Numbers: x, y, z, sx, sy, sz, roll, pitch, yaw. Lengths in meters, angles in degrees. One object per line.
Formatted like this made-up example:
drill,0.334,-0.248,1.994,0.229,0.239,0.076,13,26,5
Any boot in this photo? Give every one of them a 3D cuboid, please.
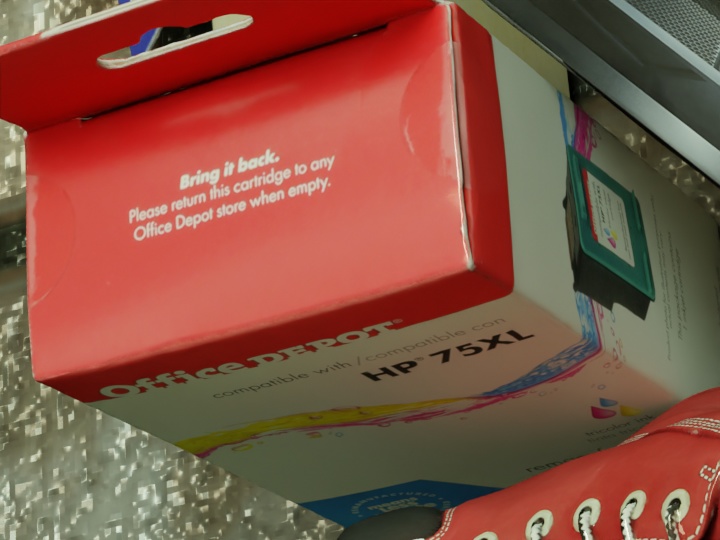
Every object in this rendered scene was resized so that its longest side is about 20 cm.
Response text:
boot,0.057,0.070,0.610,0.144,0.200,0.073,-18,92,-7

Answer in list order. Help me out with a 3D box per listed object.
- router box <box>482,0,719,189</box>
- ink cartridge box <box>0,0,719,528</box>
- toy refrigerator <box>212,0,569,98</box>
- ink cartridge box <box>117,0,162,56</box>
router box,0.127,-0.080,0.646,0.157,0.052,0.200,-51,57,6
ink cartridge box,0.000,0.000,0.692,0.116,0.200,0.068,-16,66,26
toy refrigerator,0.006,-0.099,0.806,0.076,0.070,0.201,-20,63,31
ink cartridge box,-0.078,-0.161,0.852,0.095,0.037,0.201,-60,36,41
